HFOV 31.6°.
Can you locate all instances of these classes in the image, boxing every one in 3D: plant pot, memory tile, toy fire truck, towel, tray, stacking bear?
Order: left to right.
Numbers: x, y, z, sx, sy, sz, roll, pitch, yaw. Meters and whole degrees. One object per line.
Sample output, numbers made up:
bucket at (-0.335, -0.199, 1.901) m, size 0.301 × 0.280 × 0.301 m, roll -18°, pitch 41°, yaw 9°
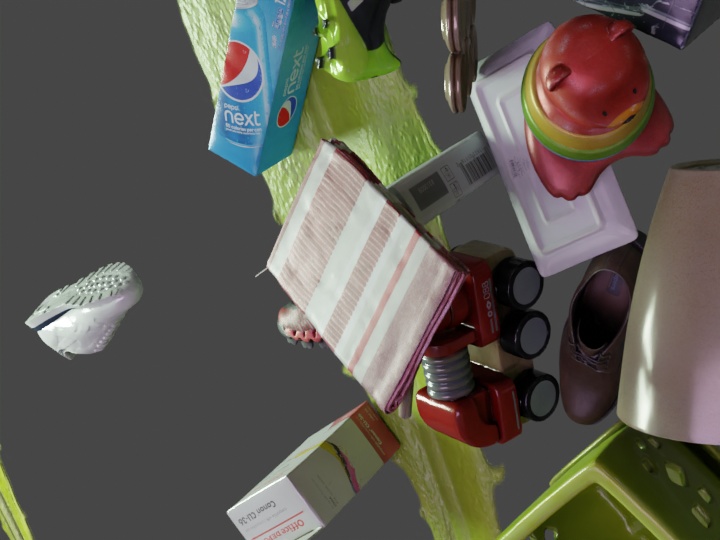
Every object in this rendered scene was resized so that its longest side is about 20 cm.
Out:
towel at (0.000, 0.000, 1.058) m, size 0.200 × 0.023 × 0.145 m, roll 48°, pitch 123°, yaw 37°
toy fire truck at (0.083, 0.089, 1.148) m, size 0.128 × 0.199 × 0.178 m, roll 17°, pitch 125°, yaw 51°
memory tile at (0.079, -0.240, 1.038) m, size 0.017 × 0.154 × 0.202 m, roll 0°, pitch 114°, yaw 11°
tray at (0.158, -0.102, 1.106) m, size 0.107 × 0.022 × 0.202 m, roll -25°, pitch 84°, yaw 41°
stacking bear at (0.176, -0.138, 0.973) m, size 0.121 × 0.200 × 0.115 m, roll -30°, pitch 82°, yaw 5°
plant pot at (0.254, 0.244, 1.143) m, size 0.199 × 0.181 × 0.200 m, roll 44°, pitch 130°, yaw 6°
plant pot at (0.296, 0.015, 1.015) m, size 0.185 × 0.187 × 0.203 m, roll 3°, pitch 102°, yaw 33°

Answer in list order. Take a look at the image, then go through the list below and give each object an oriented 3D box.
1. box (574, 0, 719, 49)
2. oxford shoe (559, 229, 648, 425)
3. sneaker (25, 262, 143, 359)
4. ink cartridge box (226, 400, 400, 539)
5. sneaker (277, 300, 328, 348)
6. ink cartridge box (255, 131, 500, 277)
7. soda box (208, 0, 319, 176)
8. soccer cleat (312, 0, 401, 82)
box at (0.203, -0.304, 0.937) m, size 0.195 × 0.124 × 0.202 m, roll 28°, pitch 126°, yaw 18°
oxford shoe at (0.208, 0.064, 1.147) m, size 0.072 × 0.084 × 0.202 m, roll 19°, pitch 124°, yaw 23°
sneaker at (-0.314, 0.052, 1.517) m, size 0.199 × 0.077 × 0.081 m, roll -18°, pitch 114°, yaw 44°
ink cartridge box at (-0.058, 0.230, 1.338) m, size 0.068 × 0.200 × 0.116 m, roll 52°, pitch 130°, yaw -1°
sneaker at (-0.009, 0.020, 1.282) m, size 0.199 × 0.071 × 0.099 m, roll -11°, pitch 107°, yaw 36°
ink cartridge box at (0.016, -0.045, 1.171) m, size 0.199 × 0.160 × 0.048 m, roll -31°, pitch 93°, yaw 41°
soda box at (-0.089, -0.198, 1.225) m, size 0.064 × 0.068 × 0.202 m, roll 29°, pitch 127°, yaw 19°
soccer cleat at (-0.008, -0.270, 1.139) m, size 0.067 × 0.080 × 0.203 m, roll 175°, pitch 88°, yaw -66°
